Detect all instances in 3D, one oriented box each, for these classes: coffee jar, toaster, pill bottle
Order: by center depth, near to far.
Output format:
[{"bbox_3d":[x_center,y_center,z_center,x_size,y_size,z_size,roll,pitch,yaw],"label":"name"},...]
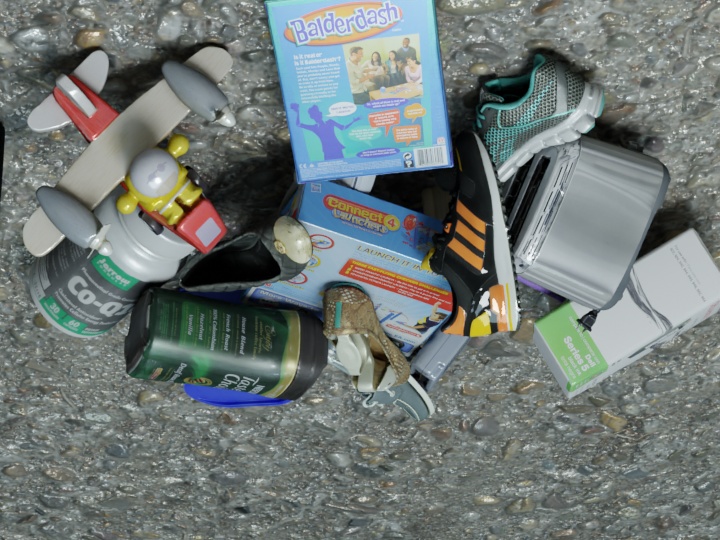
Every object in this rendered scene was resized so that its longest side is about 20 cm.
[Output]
[{"bbox_3d":[0.212,-0.050,1.706,0.129,0.114,0.200,21,95,-22],"label":"toaster"},{"bbox_3d":[-0.137,0.079,1.749,0.200,0.085,0.104,10,155,-19],"label":"coffee jar"},{"bbox_3d":[-0.249,-0.021,1.758,0.113,0.113,0.200,22,138,-32],"label":"pill bottle"}]

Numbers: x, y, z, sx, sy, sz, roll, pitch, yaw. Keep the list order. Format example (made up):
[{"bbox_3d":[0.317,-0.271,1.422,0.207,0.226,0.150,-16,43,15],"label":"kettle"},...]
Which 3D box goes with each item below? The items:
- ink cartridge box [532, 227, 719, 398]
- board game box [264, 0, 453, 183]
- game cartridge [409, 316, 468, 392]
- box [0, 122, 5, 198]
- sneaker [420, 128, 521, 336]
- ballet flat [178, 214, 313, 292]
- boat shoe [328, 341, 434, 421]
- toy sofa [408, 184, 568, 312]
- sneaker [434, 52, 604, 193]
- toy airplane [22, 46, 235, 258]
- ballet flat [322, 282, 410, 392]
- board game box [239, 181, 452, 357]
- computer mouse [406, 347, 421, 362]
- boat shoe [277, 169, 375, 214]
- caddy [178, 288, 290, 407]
[{"bbox_3d":[0.293,0.049,1.839,0.200,0.084,0.146,-31,169,0],"label":"ink cartridge box"},{"bbox_3d":[0.001,-0.180,1.557,0.152,0.045,0.200,-6,128,4],"label":"board game box"},{"bbox_3d":[0.106,0.070,1.880,0.041,0.133,0.200,34,172,5],"label":"game cartridge"},{"bbox_3d":[-0.470,-0.118,1.585,0.196,0.124,0.200,-15,145,14],"label":"box"},{"bbox_3d":[0.098,-0.033,1.621,0.090,0.201,0.070,-11,-176,3],"label":"sneaker"},{"bbox_3d":[-0.110,-0.007,1.665,0.057,0.067,0.200,-31,-174,-36],"label":"ballet flat"},{"bbox_3d":[0.011,0.118,1.896,0.062,0.073,0.200,-49,130,-8],"label":"boat shoe"},{"bbox_3d":[0.149,-0.024,1.816,0.200,0.083,0.098,24,136,-35],"label":"toy sofa"},{"bbox_3d":[0.139,-0.148,1.660,0.200,0.078,0.091,-33,120,32],"label":"sneaker"},{"bbox_3d":[-0.211,-0.109,1.566,0.199,0.141,0.200,-1,103,-22],"label":"toy airplane"},{"bbox_3d":[0.001,0.088,1.765,0.070,0.065,0.200,-2,148,22],"label":"ballet flat"},{"bbox_3d":[0.000,0.000,1.737,0.200,0.056,0.196,19,149,-13],"label":"board game box"},{"bbox_3d":[-0.005,0.081,1.980,0.200,0.034,0.059,20,159,-24],"label":"computer mouse"},{"bbox_3d":[-0.034,-0.091,1.708,0.067,0.074,0.200,6,145,-16],"label":"boat shoe"},{"bbox_3d":[-0.135,0.075,1.913,0.200,0.105,0.141,-6,136,32],"label":"caddy"}]
